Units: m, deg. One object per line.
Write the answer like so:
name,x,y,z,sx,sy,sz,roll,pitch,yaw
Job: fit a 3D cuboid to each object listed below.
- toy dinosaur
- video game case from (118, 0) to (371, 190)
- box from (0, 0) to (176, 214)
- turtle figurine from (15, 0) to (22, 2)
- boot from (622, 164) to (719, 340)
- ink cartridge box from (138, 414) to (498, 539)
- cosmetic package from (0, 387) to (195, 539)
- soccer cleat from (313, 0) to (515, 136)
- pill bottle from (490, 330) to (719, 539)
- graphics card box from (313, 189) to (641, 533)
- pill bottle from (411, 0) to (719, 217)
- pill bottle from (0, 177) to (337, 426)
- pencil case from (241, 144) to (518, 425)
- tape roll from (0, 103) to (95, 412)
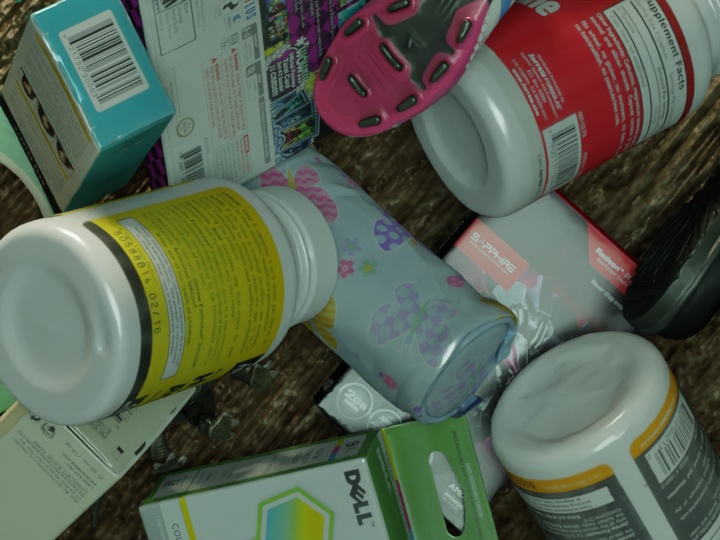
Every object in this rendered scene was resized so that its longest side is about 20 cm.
toy dinosaur,-0.112,0.063,1.532,0.076,0.102,0.201,10,109,-32
video game case,-0.047,-0.139,1.414,0.181,0.201,0.036,-31,58,-17
box,-0.155,-0.092,1.412,0.049,0.200,0.083,-27,88,-16
turtle figurine,-0.138,-0.245,1.492,0.199,0.101,0.151,-23,83,16
boot,0.268,0.003,1.524,0.158,0.079,0.211,45,63,-5
ink cartridge box,-0.023,0.160,1.520,0.198,0.059,0.105,-13,103,12
cosmetic package,-0.193,0.119,1.465,0.073,0.104,0.200,45,126,-4
soccer cleat,0.056,-0.152,1.417,0.070,0.086,0.200,45,108,8
pill bottle,0.168,0.144,1.513,0.116,0.116,0.201,-32,119,-2
graphics card box,0.079,0.046,1.557,0.125,0.051,0.200,41,91,-6
pill bottle,0.135,-0.122,1.503,0.199,0.112,0.113,-28,96,-22
pill bottle,-0.104,0.010,1.391,0.111,0.199,0.112,12,109,36
pencil case,0.000,0.000,1.496,0.200,0.083,0.091,40,65,20
tape roll,-0.255,-0.008,1.529,0.199,0.048,0.202,0,94,-4
